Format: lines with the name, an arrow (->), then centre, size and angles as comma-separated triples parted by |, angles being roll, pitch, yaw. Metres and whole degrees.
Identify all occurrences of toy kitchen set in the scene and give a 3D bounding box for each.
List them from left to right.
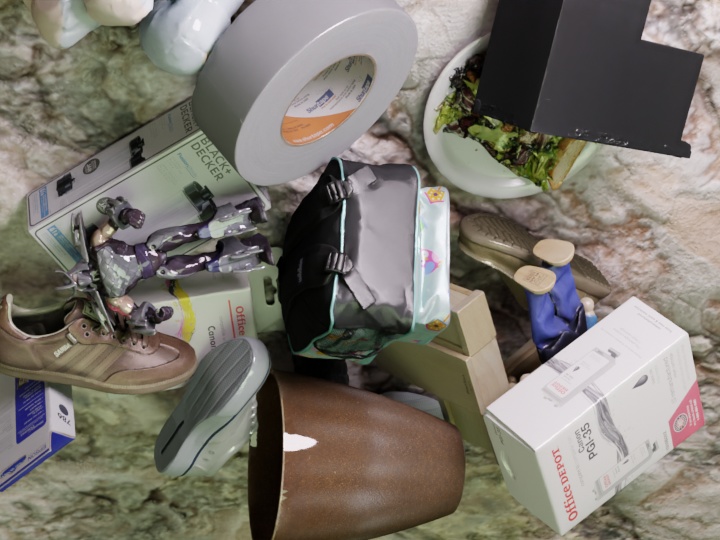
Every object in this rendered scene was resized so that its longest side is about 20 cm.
toy kitchen set -> 0.127, 0.059, 1.519 | 0.180, 0.163, 0.200 | -37, 125, -28

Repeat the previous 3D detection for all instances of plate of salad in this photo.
plate of salad -> 0.160, -0.148, 1.385 | 0.200, 0.048, 0.200 | -7, 129, -9

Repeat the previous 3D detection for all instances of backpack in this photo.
backpack -> 0.000, 0.000, 1.357 | 0.153, 0.176, 0.200 | 6, 161, -23

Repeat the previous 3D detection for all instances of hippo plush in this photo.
hippo plush -> -0.177, -0.250, 1.184 | 0.161, 0.159, 0.200 | 31, 72, -51

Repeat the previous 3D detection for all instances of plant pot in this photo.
plant pot -> -0.001, 0.198, 1.461 | 0.200, 0.187, 0.187 | 4, 126, -14

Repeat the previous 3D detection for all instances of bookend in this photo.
bookend -> 0.226, -0.218, 1.303 | 0.198, 0.092, 0.200 | 5, 105, -33

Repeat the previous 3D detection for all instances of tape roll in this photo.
tape roll -> -0.046, -0.167, 1.240 | 0.200, 0.066, 0.200 | -35, 158, -16

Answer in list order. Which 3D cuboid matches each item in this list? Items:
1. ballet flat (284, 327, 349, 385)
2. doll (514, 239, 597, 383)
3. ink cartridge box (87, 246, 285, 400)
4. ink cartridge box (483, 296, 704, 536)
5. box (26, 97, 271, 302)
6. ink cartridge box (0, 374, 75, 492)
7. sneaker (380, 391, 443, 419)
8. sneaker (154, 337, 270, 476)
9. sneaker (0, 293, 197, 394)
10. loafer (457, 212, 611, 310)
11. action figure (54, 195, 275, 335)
ballet flat -> -0.046, 0.070, 1.507 | 0.066, 0.057, 0.200 | -3, 121, -4
doll -> 0.201, 0.068, 1.443 | 0.137, 0.048, 0.200 | -51, 137, -30
ink cartridge box -> -0.166, 0.051, 1.439 | 0.200, 0.068, 0.117 | -10, 129, -7
ink cartridge box -> 0.235, 0.146, 1.422 | 0.200, 0.083, 0.147 | -35, 133, -15
box -> -0.199, -0.066, 1.345 | 0.200, 0.060, 0.117 | -28, 129, 7
ink cartridge box -> -0.324, 0.138, 1.380 | 0.099, 0.200, 0.039 | -35, 127, 15
sneaker -> 0.003, 0.182, 1.596 | 0.200, 0.073, 0.071 | -3, 153, -13
sneaker -> -0.134, 0.136, 1.425 | 0.071, 0.073, 0.200 | 10, 137, -34
sneaker -> -0.249, 0.066, 1.344 | 0.200, 0.071, 0.076 | 3, 125, -16
loafer -> 0.175, 0.003, 1.487 | 0.200, 0.076, 0.068 | 24, 112, -29
action figure -> -0.181, -0.013, 1.303 | 0.200, 0.069, 0.130 | -16, 117, -9
